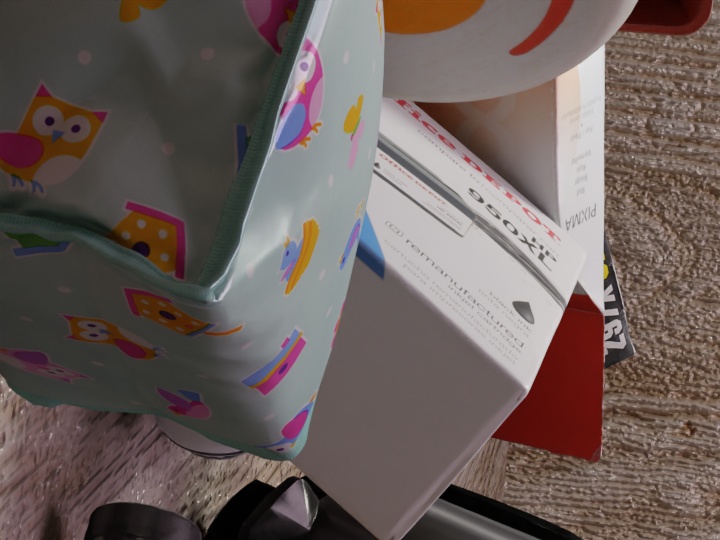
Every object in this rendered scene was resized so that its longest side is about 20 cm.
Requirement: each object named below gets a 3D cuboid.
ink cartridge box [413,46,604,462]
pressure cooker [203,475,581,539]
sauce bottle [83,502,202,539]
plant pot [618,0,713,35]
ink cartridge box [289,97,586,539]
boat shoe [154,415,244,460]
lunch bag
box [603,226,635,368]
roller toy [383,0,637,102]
[{"bbox_3d":[0.027,-0.019,1.225,0.050,0.161,0.201,-23,118,-52],"label":"ink cartridge box"},{"bbox_3d":[0.012,0.183,1.266,0.178,0.199,0.177,2,103,-49],"label":"pressure cooker"},{"bbox_3d":[-0.092,0.177,0.947,0.065,0.064,0.201,82,15,-63],"label":"sauce bottle"},{"bbox_3d":[0.063,-0.237,1.303,0.176,0.198,0.201,-93,-174,-66],"label":"plant pot"},{"bbox_3d":[0.000,0.000,1.082,0.084,0.144,0.200,-49,-179,17],"label":"ink cartridge box"},{"bbox_3d":[-0.045,0.045,1.168,0.200,0.071,0.068,-71,171,-69],"label":"boat shoe"},{"bbox_3d":[-0.050,-0.068,0.822,0.170,0.121,0.201,72,31,-71],"label":"lunch bag"},{"bbox_3d":[0.060,-0.058,1.415,0.200,0.049,0.160,51,-19,52],"label":"box"},{"bbox_3d":[0.027,-0.166,1.055,0.201,0.181,0.140,87,13,-52],"label":"roller toy"}]
